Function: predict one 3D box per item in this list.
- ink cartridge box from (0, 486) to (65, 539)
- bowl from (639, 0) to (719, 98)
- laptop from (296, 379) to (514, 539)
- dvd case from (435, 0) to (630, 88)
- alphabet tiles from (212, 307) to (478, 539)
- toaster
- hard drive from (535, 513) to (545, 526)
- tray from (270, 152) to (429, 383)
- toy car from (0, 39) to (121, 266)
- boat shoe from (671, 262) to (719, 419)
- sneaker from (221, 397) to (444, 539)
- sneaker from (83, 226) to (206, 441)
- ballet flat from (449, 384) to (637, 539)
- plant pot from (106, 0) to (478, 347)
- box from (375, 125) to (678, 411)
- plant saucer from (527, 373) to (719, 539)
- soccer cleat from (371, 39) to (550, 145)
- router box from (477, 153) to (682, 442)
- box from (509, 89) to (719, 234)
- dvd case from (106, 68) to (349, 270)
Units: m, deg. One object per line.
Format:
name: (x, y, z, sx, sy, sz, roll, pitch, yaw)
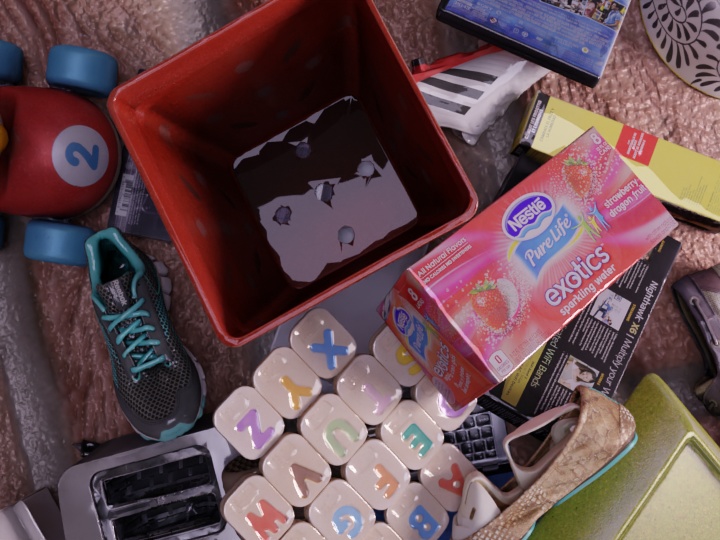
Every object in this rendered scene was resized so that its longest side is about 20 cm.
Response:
ink cartridge box: (-0.321, 0.287, 0.760, 0.199, 0.125, 0.130, -31, 88, 7)
bowl: (0.343, -0.250, 0.752, 0.198, 0.094, 0.204, 0, 89, 2)
laptop: (0.038, 0.161, 0.754, 0.185, 0.116, 0.203, -10, 89, 2)
dvd case: (0.162, -0.258, 0.757, 0.141, 0.018, 0.202, 24, 66, 5)
alphabet tiles: (-0.005, 0.135, 0.672, 0.200, 0.015, 0.196, -46, 102, -16)
toaster: (-0.149, 0.219, 0.762, 0.197, 0.119, 0.183, -14, 88, 3)
hard drive: (0.241, 0.238, 0.751, 0.197, 0.026, 0.134, -7, 89, -20)
tray: (0.000, 0.000, 0.794, 0.106, 0.022, 0.202, 20, 89, 18)
toy car: (-0.306, -0.105, 0.727, 0.174, 0.200, 0.187, 8, 91, 8)
boat shoe: (0.315, 0.095, 0.766, 0.064, 0.072, 0.203, -14, 86, 8)
sneaker: (-0.013, 0.160, 0.719, 0.198, 0.070, 0.077, -15, 99, -23)
sneaker: (-0.187, 0.047, 0.736, 0.077, 0.092, 0.201, -27, 55, -4)
ballet flat: (0.118, 0.163, 0.680, 0.200, 0.071, 0.065, -43, 90, -3)
plant pot: (-0.040, -0.073, 0.697, 0.198, 0.176, 0.202, -28, 83, 4)
box: (0.122, -0.003, 0.670, 0.199, 0.095, 0.103, -36, 81, -23)
plant saucer: (0.248, 0.221, 0.710, 0.200, 0.048, 0.200, 47, 72, -13)
soccer cleat: (0.107, -0.156, 0.781, 0.197, 0.069, 0.086, -16, 103, 2)
router box: (0.155, 0.028, 0.757, 0.156, 0.052, 0.201, 29, 76, 3)
box: (0.229, -0.089, 0.767, 0.198, 0.075, 0.051, 23, 91, 4)
dvd case: (-0.118, -0.091, 0.804, 0.197, 0.016, 0.151, 10, 87, 8)
